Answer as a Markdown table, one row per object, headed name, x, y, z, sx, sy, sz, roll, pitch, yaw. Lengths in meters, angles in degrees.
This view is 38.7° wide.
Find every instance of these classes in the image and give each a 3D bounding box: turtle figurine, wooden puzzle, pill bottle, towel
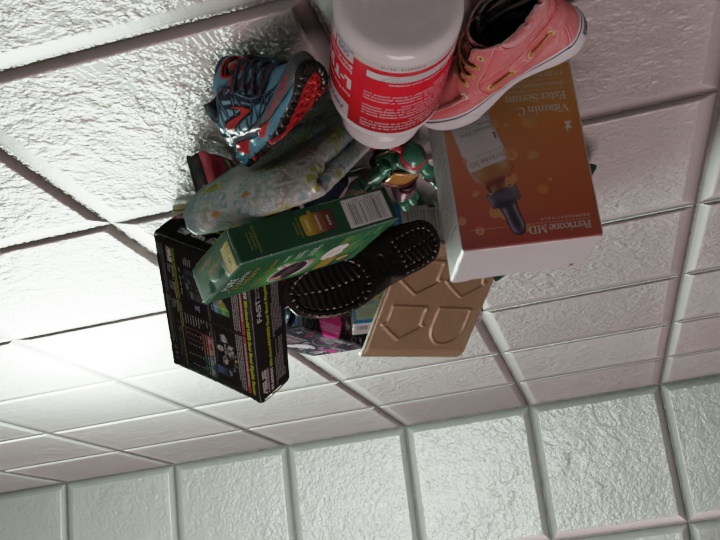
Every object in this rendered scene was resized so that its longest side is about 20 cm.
| name | x | y | z | sx | sy | sz | roll | pitch | yaw |
| --- | --- | --- | --- | --- | --- | --- | --- | --- | --- |
| turtle figurine | 0.047 | -0.106 | 1.224 | 0.147 | 0.103 | 0.200 | 4 | 173 | -12 |
| wooden puzzle | 0.098 | 0.036 | 1.445 | 0.183 | 0.046 | 0.202 | 4 | 122 | -35 |
| pill bottle | 0.027 | -0.192 | 0.929 | 0.110 | 0.114 | 0.200 | -5 | 161 | -5 |
| towel | -0.076 | -0.111 | 1.082 | 0.169 | 0.049 | 0.200 | -18 | -160 | 33 |

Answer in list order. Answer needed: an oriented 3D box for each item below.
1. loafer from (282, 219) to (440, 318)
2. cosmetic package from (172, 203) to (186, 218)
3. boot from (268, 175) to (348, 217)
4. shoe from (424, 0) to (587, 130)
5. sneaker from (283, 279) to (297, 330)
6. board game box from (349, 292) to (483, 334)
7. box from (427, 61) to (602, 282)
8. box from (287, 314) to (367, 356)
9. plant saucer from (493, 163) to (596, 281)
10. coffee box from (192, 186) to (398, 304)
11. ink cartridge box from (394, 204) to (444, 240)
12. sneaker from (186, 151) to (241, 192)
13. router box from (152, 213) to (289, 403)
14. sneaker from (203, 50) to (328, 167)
| name | x | y | z | sx | sy | sz | roll | pitch | yaw |
| --- | --- | --- | --- | --- | --- | --- | --- | --- | --- |
| loafer | 0.000 | 0.000 | 1.229 | 0.197 | 0.074 | 0.071 | -21 | -171 | -8 |
| cosmetic package | -0.151 | -0.042 | 1.379 | 0.196 | 0.074 | 0.104 | -4 | 161 | -11 |
| boot | -0.080 | -0.085 | 1.204 | 0.072 | 0.091 | 0.200 | 31 | -167 | 15 |
| shoe | 0.115 | -0.209 | 0.994 | 0.198 | 0.073 | 0.090 | -26 | 153 | 33 |
| sneaker | -0.110 | 0.026 | 1.290 | 0.197 | 0.097 | 0.079 | -3 | 167 | 17 |
| board game box | 0.077 | 0.021 | 1.555 | 0.196 | 0.136 | 0.034 | -5 | 150 | -6 |
| box | 0.161 | -0.105 | 1.104 | 0.150 | 0.203 | 0.107 | -7 | 162 | -4 |
| box | -0.083 | 0.049 | 1.585 | 0.113 | 0.134 | 0.199 | -10 | 163 | 27 |
| plant saucer | 0.230 | -0.073 | 1.348 | 0.200 | 0.036 | 0.200 | -49 | 179 | -1 |
| coffee box | -0.069 | -0.028 | 1.086 | 0.198 | 0.045 | 0.123 | -18 | 169 | -30 |
| ink cartridge box | 0.100 | -0.043 | 1.484 | 0.197 | 0.068 | 0.116 | -2 | 160 | -16 |
| sneaker | -0.143 | -0.107 | 1.222 | 0.086 | 0.075 | 0.200 | -21 | 167 | 8 |
| router box | -0.165 | 0.044 | 1.240 | 0.148 | 0.203 | 0.062 | 20 | -142 | 30 |
| sneaker | -0.103 | -0.166 | 0.983 | 0.096 | 0.080 | 0.200 | 44 | 153 | -9 |
